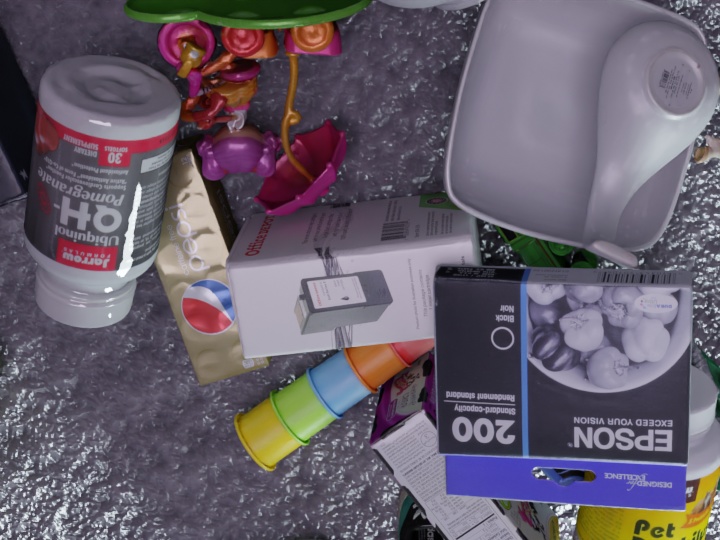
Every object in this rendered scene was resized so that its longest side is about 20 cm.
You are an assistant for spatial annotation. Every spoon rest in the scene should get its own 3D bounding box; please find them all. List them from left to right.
[{"bbox_3d":[0.216,-0.099,1.200,0.099,0.061,0.202,25,78,-13],"label":"spoon rest"}]

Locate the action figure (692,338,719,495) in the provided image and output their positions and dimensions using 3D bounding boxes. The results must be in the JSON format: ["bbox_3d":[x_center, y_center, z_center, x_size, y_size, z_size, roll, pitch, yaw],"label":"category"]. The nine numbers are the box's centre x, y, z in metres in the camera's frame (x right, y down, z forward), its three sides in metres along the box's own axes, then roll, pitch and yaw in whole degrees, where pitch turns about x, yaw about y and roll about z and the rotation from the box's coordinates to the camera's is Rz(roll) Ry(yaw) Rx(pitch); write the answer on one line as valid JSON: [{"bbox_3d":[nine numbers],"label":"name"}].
[{"bbox_3d":[0.276,0.107,1.342,0.117,0.055,0.201,-26,98,14],"label":"action figure"}]

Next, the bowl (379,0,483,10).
[{"bbox_3d":[0.073,-0.265,1.192,0.200,0.202,0.091,-30,123,12],"label":"bowl"}]

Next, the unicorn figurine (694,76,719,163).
[{"bbox_3d":[0.331,-0.091,1.255,0.137,0.074,0.202,19,97,-33],"label":"unicorn figurine"}]

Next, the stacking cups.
[{"bbox_3d":[-0.016,0.100,1.356,0.199,0.061,0.061,-34,101,13],"label":"stacking cups"}]

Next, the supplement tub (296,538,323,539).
[{"bbox_3d":[-0.051,0.340,1.357,0.143,0.200,0.146,1,106,4],"label":"supplement tub"}]

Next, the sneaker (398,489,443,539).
[{"bbox_3d":[0.064,0.294,1.396,0.071,0.080,0.202,-8,106,7],"label":"sneaker"}]

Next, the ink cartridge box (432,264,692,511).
[{"bbox_3d":[0.154,0.097,1.189,0.196,0.043,0.202,1,109,13],"label":"ink cartridge box"}]

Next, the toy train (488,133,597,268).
[{"bbox_3d":[0.148,-0.036,1.317,0.056,0.042,0.201,-30,102,22],"label":"toy train"}]

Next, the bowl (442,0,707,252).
[{"bbox_3d":[0.165,-0.124,1.246,0.198,0.075,0.202,14,92,-11],"label":"bowl"}]

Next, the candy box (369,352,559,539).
[{"bbox_3d":[0.094,0.183,1.333,0.061,0.137,0.201,-34,102,14],"label":"candy box"}]

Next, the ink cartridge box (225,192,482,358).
[{"bbox_3d":[0.000,0.000,1.282,0.198,0.146,0.085,-6,107,7],"label":"ink cartridge box"}]

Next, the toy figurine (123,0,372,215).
[{"bbox_3d":[-0.084,-0.134,1.258,0.198,0.150,0.186,-4,115,-4],"label":"toy figurine"}]

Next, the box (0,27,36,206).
[{"bbox_3d":[-0.386,-0.129,1.287,0.195,0.124,0.202,-20,103,11],"label":"box"}]

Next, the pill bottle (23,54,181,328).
[{"bbox_3d":[-0.209,-0.059,1.232,0.110,0.111,0.201,14,122,0],"label":"pill bottle"}]

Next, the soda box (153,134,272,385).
[{"bbox_3d":[-0.137,-0.010,1.333,0.067,0.064,0.202,-16,105,9],"label":"soda box"}]

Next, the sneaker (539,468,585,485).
[{"bbox_3d":[0.163,0.108,1.341,0.078,0.070,0.201,-35,101,18],"label":"sneaker"}]

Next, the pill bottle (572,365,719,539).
[{"bbox_3d":[0.240,0.177,1.285,0.108,0.110,0.202,6,121,3],"label":"pill bottle"}]
